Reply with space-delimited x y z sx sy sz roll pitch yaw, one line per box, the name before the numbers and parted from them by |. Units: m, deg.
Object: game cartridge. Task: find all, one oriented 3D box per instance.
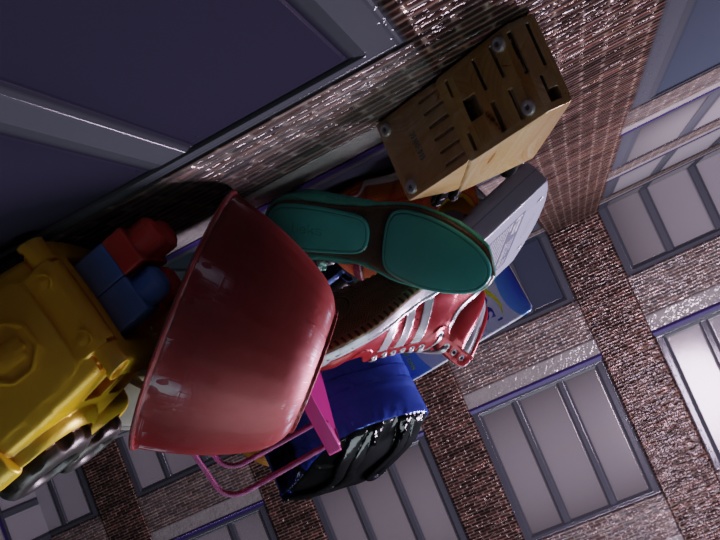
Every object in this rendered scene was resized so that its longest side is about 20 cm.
game cartridge | 0.134 -0.029 0.890 0.133 0.041 0.201 -46 165 -17

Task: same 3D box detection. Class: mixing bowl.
mixing bowl | -0.082 0.056 0.630 0.200 0.107 0.203 -157 -91 -87

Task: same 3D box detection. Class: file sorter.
file sorter | -0.114 0.098 0.834 0.124 0.141 0.200 -27 -158 0

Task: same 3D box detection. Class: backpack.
backpack | -0.029 0.166 1.014 0.160 0.170 0.200 -14 157 -33

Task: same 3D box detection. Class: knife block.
knife block | 0.107 -0.114 0.658 0.174 0.065 0.199 -19 171 -45

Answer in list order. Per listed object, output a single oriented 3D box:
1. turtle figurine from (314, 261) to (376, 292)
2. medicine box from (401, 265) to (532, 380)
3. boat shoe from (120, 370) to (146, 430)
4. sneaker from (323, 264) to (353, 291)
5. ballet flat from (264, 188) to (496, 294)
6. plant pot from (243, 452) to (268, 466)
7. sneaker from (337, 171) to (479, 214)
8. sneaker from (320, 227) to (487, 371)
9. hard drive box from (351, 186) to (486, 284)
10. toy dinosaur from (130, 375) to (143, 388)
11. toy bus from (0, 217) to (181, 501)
turtle figurine | 0.000 0.000 0.888 0.102 0.198 0.150 -60 147 -12
medicine box | 0.113 0.028 1.207 0.198 0.184 0.103 -31 173 4
boat shoe | -0.256 0.152 1.117 0.198 0.073 0.060 -16 -161 -7
sneaker | -0.064 0.055 1.100 0.199 0.078 0.070 -41 -149 -6
ballet flat | 0.019 -0.032 0.710 0.196 0.069 0.070 12 -161 7
plant pot | -0.112 0.173 1.222 0.197 0.203 0.184 -22 167 -11
sneaker | 0.025 -0.051 0.811 0.197 0.078 0.073 -22 175 -9
sneaker | 0.034 0.055 0.757 0.198 0.114 0.071 -31 -142 -14
hard drive box | 0.081 -0.012 1.017 0.201 0.077 0.156 -50 167 12
toy dinosaur | -0.301 0.118 1.032 0.100 0.059 0.200 -25 -165 -14
toy bus | -0.196 0.043 0.605 0.191 0.136 0.200 -40 176 0
